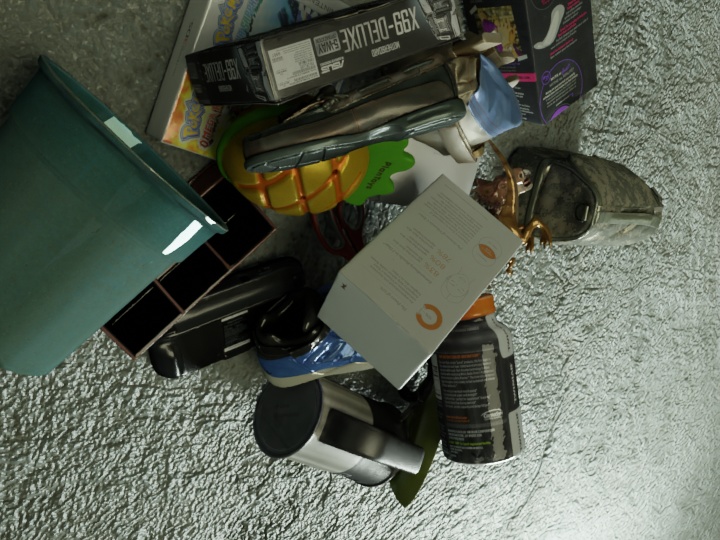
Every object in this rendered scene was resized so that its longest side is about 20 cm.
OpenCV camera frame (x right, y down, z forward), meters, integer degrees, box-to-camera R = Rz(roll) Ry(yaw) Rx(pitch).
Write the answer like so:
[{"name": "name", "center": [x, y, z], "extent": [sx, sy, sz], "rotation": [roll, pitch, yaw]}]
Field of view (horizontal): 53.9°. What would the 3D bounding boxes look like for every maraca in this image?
[{"name": "maraca", "center": [-0.042, -0.109, 0.695], "extent": [0.198, 0.108, 0.137], "rotation": [6, 150, -27]}]

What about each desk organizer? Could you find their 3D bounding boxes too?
[{"name": "desk organizer", "center": [-0.187, -0.013, 0.715], "extent": [0.200, 0.077, 0.072], "rotation": [-44, 132, -15]}]

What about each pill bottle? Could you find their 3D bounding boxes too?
[{"name": "pill bottle", "center": [0.143, 0.131, 0.889], "extent": [0.105, 0.106, 0.202], "rotation": [-10, 94, -36]}]

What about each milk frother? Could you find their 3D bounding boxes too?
[{"name": "milk frother", "center": [-0.006, 0.162, 0.920], "extent": [0.188, 0.179, 0.202], "rotation": [33, 55, -45]}]

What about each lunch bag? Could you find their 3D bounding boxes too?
[{"name": "lunch bag", "center": [0.328, -0.099, 1.043], "extent": [0.199, 0.167, 0.141], "rotation": [-1, 112, -40]}]

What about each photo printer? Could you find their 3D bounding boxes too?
[{"name": "photo printer", "center": [0.087, -0.177, 0.871], "extent": [0.165, 0.069, 0.202], "rotation": [4, 108, -41]}]

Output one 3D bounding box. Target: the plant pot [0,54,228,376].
[{"name": "plant pot", "center": [-0.249, -0.034, 0.587], "extent": [0.196, 0.200, 0.200], "rotation": [-46, 133, -2]}]

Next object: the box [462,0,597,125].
[{"name": "box", "center": [0.213, -0.305, 0.889], "extent": [0.122, 0.106, 0.201], "rotation": [-37, 129, -23]}]

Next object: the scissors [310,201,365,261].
[{"name": "scissors", "center": [0.000, 0.000, 0.870], "extent": [0.073, 0.014, 0.202], "rotation": [-28, 104, -27]}]

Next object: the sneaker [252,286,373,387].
[{"name": "sneaker", "center": [-0.027, 0.063, 0.820], "extent": [0.198, 0.077, 0.112], "rotation": [-16, 141, -4]}]

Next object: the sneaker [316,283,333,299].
[{"name": "sneaker", "center": [0.023, 0.052, 0.936], "extent": [0.198, 0.078, 0.071], "rotation": [15, 104, -21]}]

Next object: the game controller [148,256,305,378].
[{"name": "game controller", "center": [-0.149, 0.054, 0.814], "extent": [0.199, 0.042, 0.105], "rotation": [-20, 137, -31]}]

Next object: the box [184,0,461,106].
[{"name": "box", "center": [-0.036, -0.200, 0.632], "extent": [0.199, 0.157, 0.050], "rotation": [-28, 114, -28]}]

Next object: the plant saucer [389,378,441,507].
[{"name": "plant saucer", "center": [0.080, 0.235, 1.016], "extent": [0.031, 0.200, 0.202], "rotation": [19, 100, -1]}]

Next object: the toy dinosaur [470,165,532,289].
[{"name": "toy dinosaur", "center": [0.149, -0.053, 0.975], "extent": [0.200, 0.086, 0.136], "rotation": [-44, 132, -10]}]

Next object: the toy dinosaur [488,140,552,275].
[{"name": "toy dinosaur", "center": [0.192, -0.058, 0.913], "extent": [0.105, 0.060, 0.202], "rotation": [9, 105, -22]}]

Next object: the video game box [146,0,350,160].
[{"name": "video game box", "center": [-0.099, -0.202, 0.720], "extent": [0.181, 0.047, 0.202], "rotation": [14, 101, -41]}]

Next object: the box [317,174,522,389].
[{"name": "box", "center": [0.068, 0.009, 0.783], "extent": [0.200, 0.124, 0.098], "rotation": [-43, 170, -35]}]

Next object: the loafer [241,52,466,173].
[{"name": "loafer", "center": [-0.009, -0.134, 0.603], "extent": [0.198, 0.072, 0.064], "rotation": [-16, 91, -13]}]

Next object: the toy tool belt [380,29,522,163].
[{"name": "toy tool belt", "center": [0.118, -0.177, 0.720], "extent": [0.122, 0.126, 0.199], "rotation": [-26, 164, 27]}]
